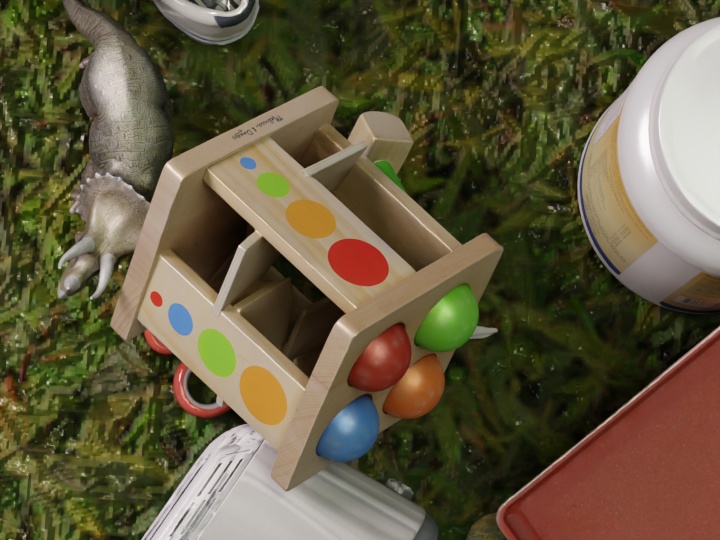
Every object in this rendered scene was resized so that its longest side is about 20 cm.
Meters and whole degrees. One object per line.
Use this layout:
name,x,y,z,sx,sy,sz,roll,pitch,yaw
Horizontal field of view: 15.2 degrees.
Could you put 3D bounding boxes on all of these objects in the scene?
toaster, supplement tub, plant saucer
toaster,-0.060,0.177,1.462,0.129,0.114,0.200,35,79,-3
supplement tub,0.204,-0.059,1.490,0.144,0.200,0.145,1,81,-5
plant saucer,0.198,0.143,1.531,0.200,0.037,0.200,-38,110,-5

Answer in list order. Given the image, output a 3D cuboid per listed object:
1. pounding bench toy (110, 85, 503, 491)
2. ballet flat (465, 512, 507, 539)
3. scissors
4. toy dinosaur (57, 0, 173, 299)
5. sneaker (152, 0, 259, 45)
pounding bench toy,0.000,0.000,1.449,0.156,0.125,0.200,41,44,19
ballet flat,0.097,0.235,1.514,0.070,0.071,0.201,-4,85,-13
scissors,-0.022,0.028,1.533,0.199,0.014,0.074,-15,86,-12
toy dinosaur,-0.127,-0.080,1.474,0.077,0.102,0.201,4,85,-13
sneaker,-0.128,-0.209,1.502,0.200,0.071,0.073,41,77,-6
